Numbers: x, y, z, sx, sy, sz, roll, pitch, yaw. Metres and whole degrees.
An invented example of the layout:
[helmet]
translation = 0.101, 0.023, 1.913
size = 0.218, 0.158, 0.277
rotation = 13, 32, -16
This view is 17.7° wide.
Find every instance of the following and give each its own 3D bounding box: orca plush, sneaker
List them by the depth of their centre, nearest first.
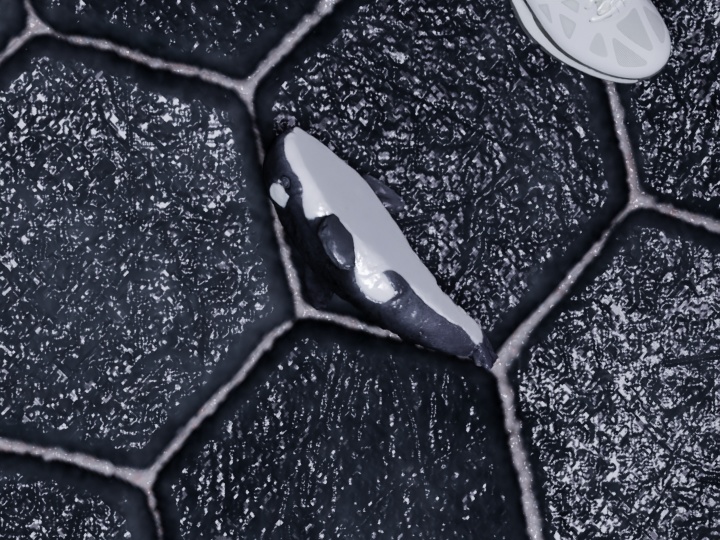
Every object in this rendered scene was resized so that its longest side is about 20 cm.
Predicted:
[orca plush]
translation = 0.000, 0.000, 1.487
size = 0.200, 0.071, 0.106
rotation = 39, 33, -22
[sneaker]
translation = 0.142, -0.195, 1.496
size = 0.200, 0.115, 0.076
rotation = 40, 77, -18
